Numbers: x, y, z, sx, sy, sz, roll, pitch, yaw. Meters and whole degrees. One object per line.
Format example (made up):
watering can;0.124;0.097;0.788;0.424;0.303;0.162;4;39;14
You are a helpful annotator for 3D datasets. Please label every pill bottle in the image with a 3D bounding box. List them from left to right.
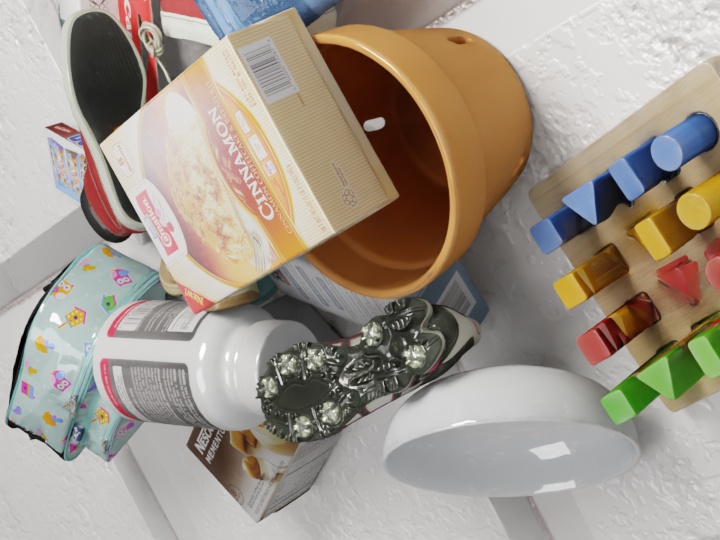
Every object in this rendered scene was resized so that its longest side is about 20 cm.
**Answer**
pill bottle;-0.132;0.082;1.253;0.199;0.111;0.111;0;112;41

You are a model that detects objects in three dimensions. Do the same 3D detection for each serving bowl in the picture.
serving bowl;0.115;0.119;1.115;0.200;0.199;0.066;-34;49;49

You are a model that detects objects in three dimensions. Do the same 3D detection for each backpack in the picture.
backpack;-0.264;0.080;1.461;0.153;0.176;0.201;24;131;13

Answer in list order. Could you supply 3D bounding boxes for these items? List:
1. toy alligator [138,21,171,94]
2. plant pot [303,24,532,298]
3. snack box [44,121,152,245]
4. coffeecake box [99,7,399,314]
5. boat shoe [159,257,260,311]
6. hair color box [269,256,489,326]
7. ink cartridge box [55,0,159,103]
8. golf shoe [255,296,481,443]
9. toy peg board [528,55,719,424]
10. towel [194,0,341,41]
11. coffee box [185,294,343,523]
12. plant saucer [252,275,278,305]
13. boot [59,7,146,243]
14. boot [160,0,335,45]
toy alligator;-0.149;-0.117;1.239;0.059;0.054;0.201;-14;113;53
plant pot;0.035;-0.097;1.080;0.199;0.140;0.201;23;126;35
snack box;-0.261;-0.090;1.438;0.200;0.024;0.072;28;132;48
coffeecake box;-0.087;-0.074;1.055;0.200;0.073;0.154;-28;92;50
boat shoe;-0.137;-0.014;1.270;0.200;0.071;0.065;19;124;67
hair color box;0.000;0.000;1.200;0.199;0.061;0.099;20;158;36
ink cartridge box;-0.235;-0.221;1.310;0.176;0.044;0.201;45;142;52
golf shoe;0.005;0.083;1.113;0.199;0.088;0.078;-25;74;36
toy peg board;0.210;-0.004;0.989;0.200;0.098;0.200;57;139;4
towel;-0.040;-0.250;1.071;0.199;0.049;0.112;-31;90;19
coffee box;-0.080;0.132;1.371;0.114;0.080;0.200;46;136;18
plant saucer;-0.129;-0.064;1.343;0.199;0.036;0.201;23;127;34
boot;-0.235;-0.126;1.290;0.144;0.072;0.201;-12;93;66
boot;-0.104;-0.259;1.172;0.199;0.072;0.145;17;122;43
